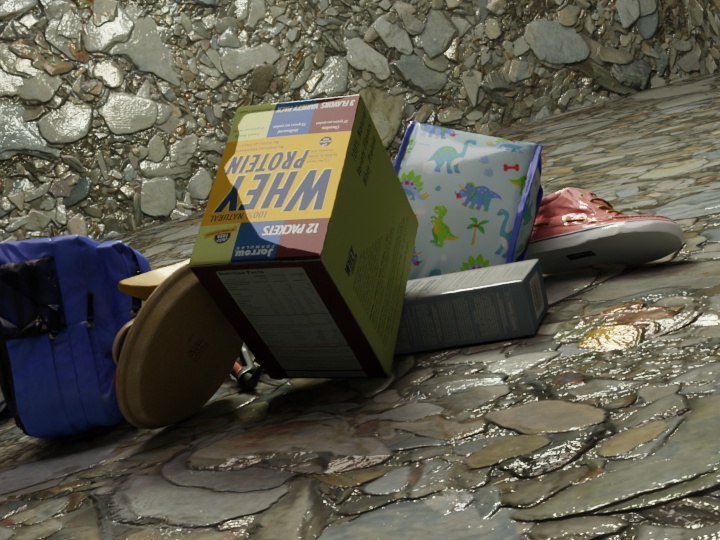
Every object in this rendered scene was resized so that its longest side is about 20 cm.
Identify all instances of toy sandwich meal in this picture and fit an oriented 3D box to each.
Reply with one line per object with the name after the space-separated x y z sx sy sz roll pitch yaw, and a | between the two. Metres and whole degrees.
-0.182 0.061 1.158 0.070 0.205 0.205 25 29 26 | toy sandwich meal

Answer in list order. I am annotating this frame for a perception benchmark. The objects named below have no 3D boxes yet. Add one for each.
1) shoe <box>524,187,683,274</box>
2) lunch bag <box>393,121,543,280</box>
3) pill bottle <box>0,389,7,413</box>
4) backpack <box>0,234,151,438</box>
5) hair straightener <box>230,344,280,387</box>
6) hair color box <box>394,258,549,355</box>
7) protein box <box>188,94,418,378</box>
0.286 -0.057 1.391 0.200 0.091 0.071 -10 -35 37 | shoe
0.114 -0.056 1.379 0.170 0.128 0.200 11 60 16 | lunch bag
-0.446 0.112 1.441 0.116 0.116 0.200 -10 10 20 | pill bottle
-0.292 0.069 1.211 0.168 0.200 0.163 -7 -5 2 | backpack
-0.118 0.092 1.310 0.077 0.041 0.200 -17 10 -17 | hair straightener
0.091 0.042 1.247 0.200 0.061 0.099 -9 10 21 | hair color box
-0.047 -0.028 1.156 0.135 0.200 0.199 -3 53 21 | protein box
